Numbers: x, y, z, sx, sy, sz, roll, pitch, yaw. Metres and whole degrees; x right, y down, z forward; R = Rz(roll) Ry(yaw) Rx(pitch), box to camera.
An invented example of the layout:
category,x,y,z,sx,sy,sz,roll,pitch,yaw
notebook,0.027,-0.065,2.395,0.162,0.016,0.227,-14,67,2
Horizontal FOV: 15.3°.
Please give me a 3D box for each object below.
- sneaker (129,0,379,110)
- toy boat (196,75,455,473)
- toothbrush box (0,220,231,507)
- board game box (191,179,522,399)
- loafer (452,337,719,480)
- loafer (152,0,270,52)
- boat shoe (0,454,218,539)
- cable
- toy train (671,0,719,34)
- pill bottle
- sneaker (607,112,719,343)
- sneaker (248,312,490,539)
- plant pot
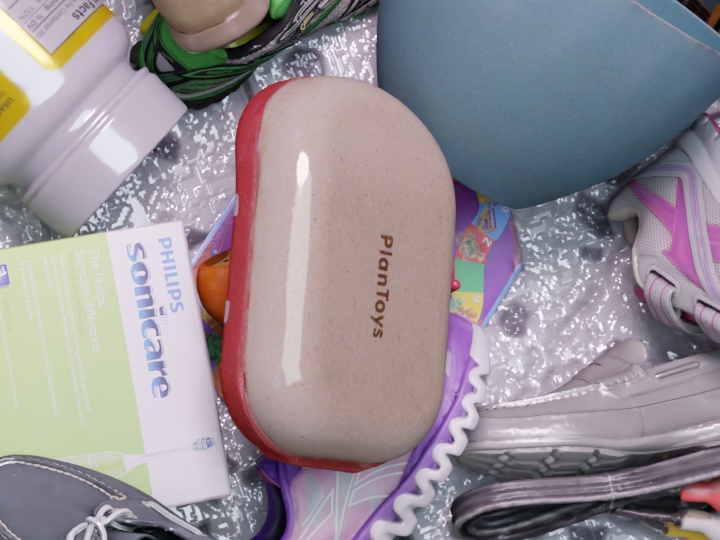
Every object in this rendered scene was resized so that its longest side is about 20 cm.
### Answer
category,x,y,z,sx,sy,sz,roll,pitch,yaw
sneaker,-0.032,-0.159,1.445,0.200,0.085,0.078,-42,94,-15
toy boat,-0.033,0.002,1.370,0.130,0.131,0.201,12,79,-44
toothbrush box,-0.181,0.064,1.382,0.199,0.086,0.146,-10,87,-14
board game box,0.000,0.000,1.456,0.158,0.039,0.200,35,77,-7
loafer,0.144,0.074,1.474,0.199,0.070,0.070,-5,71,-16
loafer,-0.090,-0.201,1.398,0.076,0.067,0.200,-23,47,5
boat shoe,-0.106,0.133,1.278,0.200,0.062,0.073,28,60,22
cable,0.153,0.129,1.452,0.199,0.097,0.050,-5,65,-15
toy train,0.234,-0.153,1.458,0.085,0.200,0.114,-42,81,-19
pill bottle,-0.193,-0.116,1.386,0.200,0.114,0.114,43,76,-5
sneaker,0.198,0.009,1.457,0.088,0.200,0.081,-33,134,10
sneaker,-0.005,0.103,1.417,0.088,0.080,0.200,31,84,-7
plant pot,0.086,-0.113,1.429,0.200,0.200,0.135,32,103,-8
